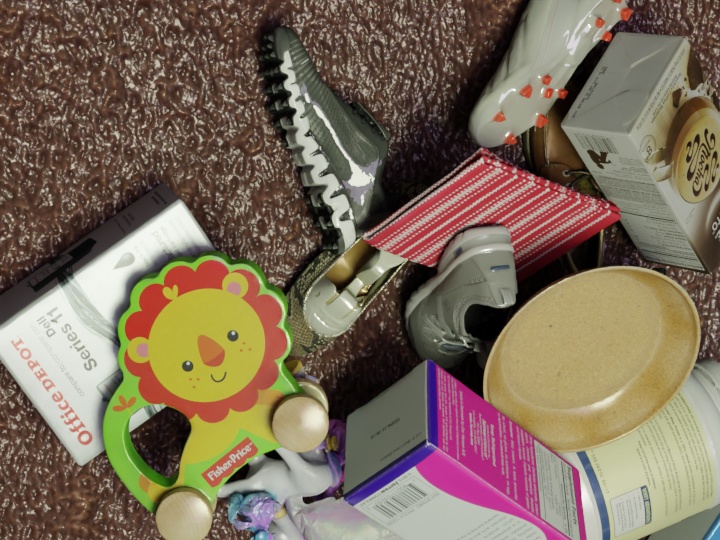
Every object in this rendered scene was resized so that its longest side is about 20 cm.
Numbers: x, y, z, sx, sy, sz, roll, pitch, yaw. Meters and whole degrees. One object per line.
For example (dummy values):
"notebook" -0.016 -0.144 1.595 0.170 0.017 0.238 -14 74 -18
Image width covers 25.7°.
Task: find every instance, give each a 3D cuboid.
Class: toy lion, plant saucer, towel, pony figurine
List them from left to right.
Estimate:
"toy lion" -0.131 0.093 1.289 0.200 0.069 0.192 -39 98 7
"pony figurine" -0.048 0.182 1.404 0.192 0.167 0.201 -18 115 20
"towel" 0.116 -0.041 1.361 0.199 0.023 0.144 16 139 -44
"plant saucer" 0.195 0.071 1.368 0.198 0.036 0.202 -9 126 -12

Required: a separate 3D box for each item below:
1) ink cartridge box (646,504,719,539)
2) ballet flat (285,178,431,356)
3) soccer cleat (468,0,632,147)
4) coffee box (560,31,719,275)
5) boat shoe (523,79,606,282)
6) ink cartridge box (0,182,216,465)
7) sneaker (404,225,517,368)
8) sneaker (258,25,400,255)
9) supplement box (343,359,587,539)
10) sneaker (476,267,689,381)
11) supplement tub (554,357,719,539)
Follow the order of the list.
"ink cartridge box" 0.399 0.299 1.600 0.199 0.084 0.146 31 95 -23
"ballet flat" 0.000 0.000 1.400 0.200 0.075 0.068 -47 110 -3
"soccer cleat" 0.158 -0.192 1.408 0.200 0.077 0.069 -48 145 -8
"coffee box" 0.275 -0.103 1.422 0.113 0.079 0.200 -57 133 -19
"boat shoe" 0.198 -0.079 1.452 0.071 0.068 0.202 -13 107 -15
"ink cartridge box" -0.202 0.045 1.338 0.199 0.083 0.147 -36 111 -7
"sneaker" 0.088 0.044 1.390 0.074 0.200 0.083 -6 61 -13
"sneaker" -0.022 -0.121 1.365 0.090 0.066 0.202 -24 100 -18
"supplement box" 0.091 0.183 1.342 0.101 0.104 0.200 -36 120 29
"sneaker" 0.204 0.045 1.444 0.198 0.074 0.119 1 128 7
"supplement tub" 0.261 0.174 1.493 0.198 0.145 0.146 -20 109 -13
